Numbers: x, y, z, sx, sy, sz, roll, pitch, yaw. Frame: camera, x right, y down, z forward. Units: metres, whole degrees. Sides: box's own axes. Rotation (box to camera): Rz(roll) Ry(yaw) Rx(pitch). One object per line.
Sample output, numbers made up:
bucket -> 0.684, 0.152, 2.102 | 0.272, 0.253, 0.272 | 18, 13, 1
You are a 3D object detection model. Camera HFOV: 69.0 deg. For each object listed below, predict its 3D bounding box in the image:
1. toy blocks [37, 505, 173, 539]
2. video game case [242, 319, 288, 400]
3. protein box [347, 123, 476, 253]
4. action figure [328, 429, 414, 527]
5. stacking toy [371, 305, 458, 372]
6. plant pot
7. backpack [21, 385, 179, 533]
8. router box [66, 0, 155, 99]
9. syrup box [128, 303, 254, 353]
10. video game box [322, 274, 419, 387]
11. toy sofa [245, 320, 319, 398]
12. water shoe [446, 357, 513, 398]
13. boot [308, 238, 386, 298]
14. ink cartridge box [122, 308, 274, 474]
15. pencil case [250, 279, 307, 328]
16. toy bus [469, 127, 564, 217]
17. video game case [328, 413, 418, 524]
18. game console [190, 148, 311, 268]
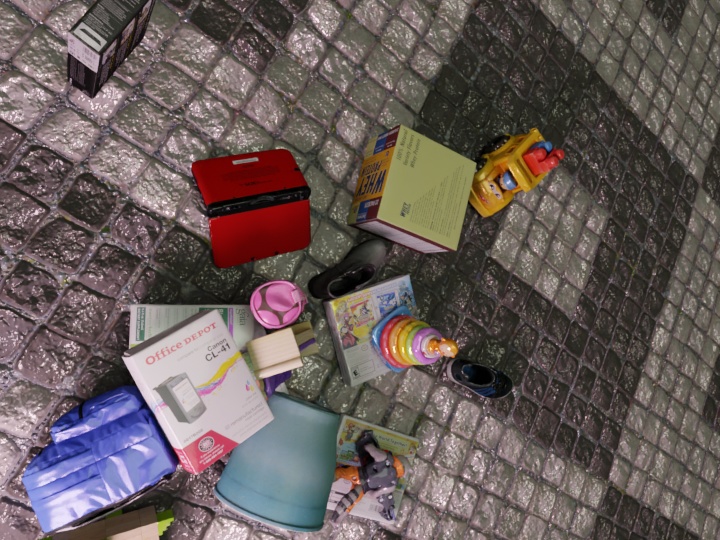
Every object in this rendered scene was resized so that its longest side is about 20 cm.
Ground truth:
toy blocks -> -0.402, 0.475, 0.842 | 0.199, 0.100, 0.137 | -7, 103, -27
video game case -> -0.237, 0.208, 0.968 | 0.181, 0.024, 0.201 | -23, 99, -26
protein box -> 0.107, -0.161, 1.103 | 0.199, 0.135, 0.199 | 19, 80, -26
action figure -> 0.022, 0.434, 1.030 | 0.193, 0.105, 0.201 | -25, 97, -16
stacking toy -> 0.120, 0.142, 1.010 | 0.110, 0.200, 0.116 | -38, 107, -24
plant pot -> -0.128, 0.321, 0.920 | 0.199, 0.200, 0.189 | 25, 77, -25
backpack -> -0.402, 0.285, 0.807 | 0.199, 0.163, 0.168 | -28, 86, -15
router box -> -0.388, -0.364, 0.813 | 0.051, 0.200, 0.150 | 37, 71, -24
syrup box -> -0.285, 0.103, 0.897 | 0.199, 0.081, 0.079 | 2, 76, -20
video game box -> 0.034, 0.122, 1.103 | 0.199, 0.047, 0.183 | -17, 98, -28
toy sofa -> -0.126, 0.150, 0.922 | 0.082, 0.200, 0.098 | -18, 87, 2
water shoe -> 0.291, 0.258, 1.214 | 0.199, 0.079, 0.072 | 20, 79, -26
boot -> 0.000, 0.000, 1.041 | 0.200, 0.132, 0.070 | -38, 104, -24
ink cartridge box -> -0.246, 0.180, 0.804 | 0.147, 0.085, 0.201 | -31, 102, -32
pencil case -> -0.140, 0.059, 0.927 | 0.093, 0.200, 0.091 | -10, 88, -7
toy bus -> 0.362, -0.231, 1.210 | 0.200, 0.192, 0.136 | -45, 109, -20
video game case -> 0.015, 0.416, 1.094 | 0.199, 0.023, 0.183 | 25, 77, -24
game console -> -0.205, -0.124, 1.003 | 0.199, 0.119, 0.173 | -16, 64, -28
